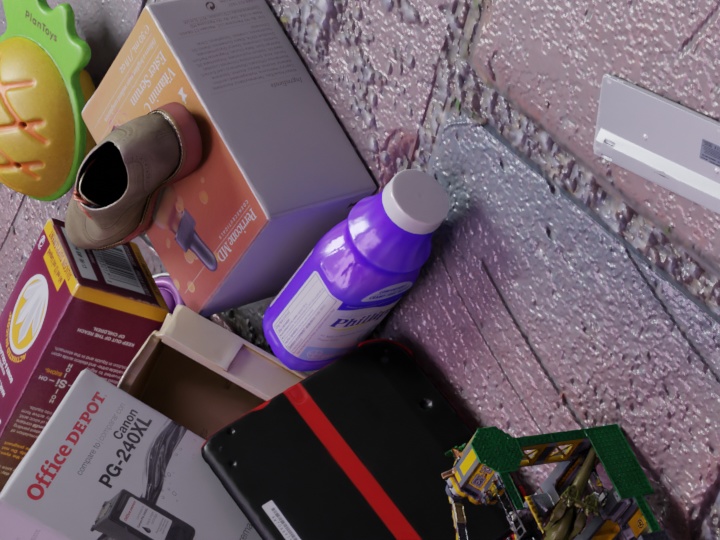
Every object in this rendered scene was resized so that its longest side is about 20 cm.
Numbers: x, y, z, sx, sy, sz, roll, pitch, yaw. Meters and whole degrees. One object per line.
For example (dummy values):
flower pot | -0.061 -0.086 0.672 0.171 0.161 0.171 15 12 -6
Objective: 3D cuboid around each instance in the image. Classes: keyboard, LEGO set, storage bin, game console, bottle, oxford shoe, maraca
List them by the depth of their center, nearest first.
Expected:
keyboard | 0.220 -0.065 1.314 0.200 0.011 0.056 30 121 41
LEGO set | 0.131 0.200 1.413 0.200 0.154 0.116 57 140 25
game console | 0.007 0.156 1.531 0.200 0.177 0.031 50 163 27
bottle | 0.000 0.000 1.551 0.065 0.083 0.200 59 140 18
oxford shoe | -0.193 -0.066 1.597 0.070 0.075 0.200 61 144 11
storage bin | -0.103 0.153 1.651 0.200 0.094 0.199 30 136 1
maraca | -0.279 -0.152 1.819 0.137 0.107 0.200 35 129 28

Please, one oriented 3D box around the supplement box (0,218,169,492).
supplement box | -0.246 0.075 1.713 0.200 0.086 0.110 -60 32 19

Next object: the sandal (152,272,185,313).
sandal | -0.235 0.059 1.808 0.203 0.050 0.082 -34 69 10

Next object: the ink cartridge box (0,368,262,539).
ink cartridge box | -0.161 0.187 1.540 0.200 0.145 0.083 31 135 -3

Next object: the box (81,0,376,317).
box | -0.105 -0.092 1.627 0.200 0.106 0.152 59 140 17
